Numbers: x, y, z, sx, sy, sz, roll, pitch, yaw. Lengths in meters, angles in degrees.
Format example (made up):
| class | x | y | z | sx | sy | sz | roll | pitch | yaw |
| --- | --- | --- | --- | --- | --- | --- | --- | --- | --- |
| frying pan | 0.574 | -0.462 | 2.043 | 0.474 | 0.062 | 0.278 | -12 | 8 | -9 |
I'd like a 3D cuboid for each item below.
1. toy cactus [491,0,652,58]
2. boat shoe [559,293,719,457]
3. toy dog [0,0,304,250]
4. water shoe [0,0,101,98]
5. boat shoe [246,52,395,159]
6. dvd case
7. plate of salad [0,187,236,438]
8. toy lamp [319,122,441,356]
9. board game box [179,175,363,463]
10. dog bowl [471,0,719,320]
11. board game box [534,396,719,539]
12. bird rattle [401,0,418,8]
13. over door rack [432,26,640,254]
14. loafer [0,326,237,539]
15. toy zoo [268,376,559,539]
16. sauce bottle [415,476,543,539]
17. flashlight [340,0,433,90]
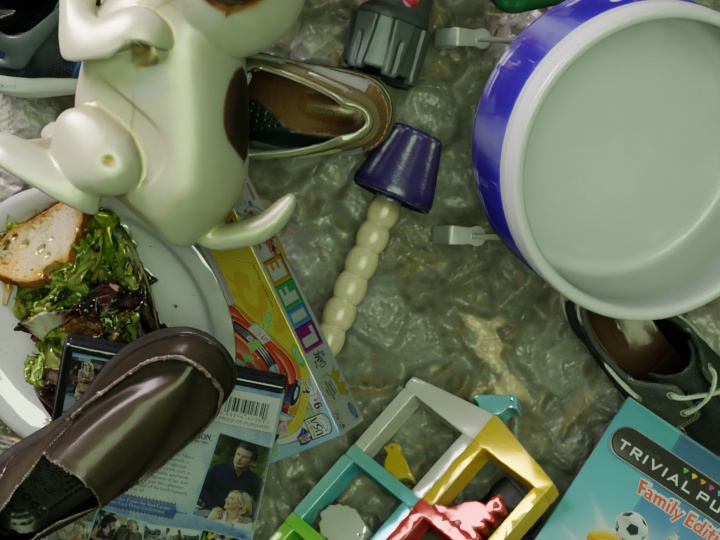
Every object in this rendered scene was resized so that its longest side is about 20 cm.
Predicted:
| class | x | y | z | sx | sy | sz | roll | pitch | yaw |
| --- | --- | --- | --- | --- | --- | --- | --- | --- | --- |
| toy cactus | 0.134 | -0.207 | 1.618 | 0.165 | 0.102 | 0.200 | 49 | 41 | 6 |
| boat shoe | 0.212 | 0.077 | 1.674 | 0.072 | 0.068 | 0.200 | -44 | 97 | -5 |
| toy dog | -0.108 | -0.126 | 1.496 | 0.193 | 0.139 | 0.201 | 32 | 105 | 18 |
| water shoe | -0.159 | -0.159 | 1.596 | 0.199 | 0.072 | 0.079 | -9 | 135 | 12 |
| boat shoe | -0.079 | -0.111 | 1.624 | 0.199 | 0.068 | 0.075 | 2 | 98 | 8 |
| dvd case | -0.134 | 0.139 | 1.608 | 0.142 | 0.018 | 0.201 | 11 | 120 | -3 |
| plate of salad | -0.176 | 0.042 | 1.599 | 0.199 | 0.048 | 0.201 | 7 | 113 | 15 |
| toy lamp | 0.000 | 0.000 | 1.655 | 0.058 | 0.058 | 0.201 | 22 | 89 | -6 |
| board game box | -0.099 | 0.033 | 1.618 | 0.134 | 0.034 | 0.201 | -24 | 93 | 32 |
| dog bowl | 0.173 | -0.075 | 1.572 | 0.199 | 0.079 | 0.201 | -6 | 109 | -18 |
| board game box | 0.183 | 0.204 | 1.628 | 0.151 | 0.047 | 0.200 | 33 | 63 | 6 |
| bird rattle | -0.062 | -0.215 | 1.581 | 0.163 | 0.200 | 0.113 | 14 | 94 | -46 |
| over door rack | 0.149 | -0.085 | 1.667 | 0.199 | 0.067 | 0.149 | 2 | 89 | -7 |
| loafer | -0.154 | 0.113 | 1.542 | 0.200 | 0.071 | 0.073 | -40 | 111 | 21 |
| toy zoo | 0.037 | 0.157 | 1.634 | 0.131 | 0.020 | 0.200 | 37 | 78 | 31 |
| sauce bottle | 0.034 | 0.216 | 1.654 | 0.200 | 0.065 | 0.065 | -38 | 94 | -6 |
| flashlight | 0.034 | -0.225 | 1.653 | 0.067 | 0.068 | 0.201 | 17 | 87 | -7 |
